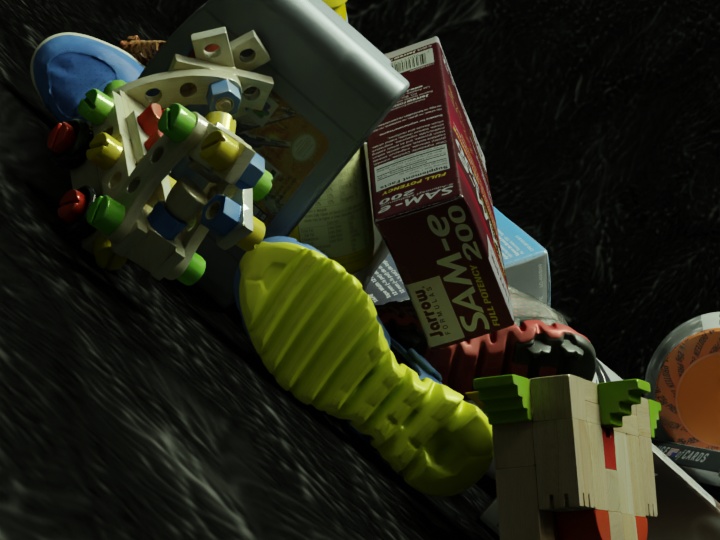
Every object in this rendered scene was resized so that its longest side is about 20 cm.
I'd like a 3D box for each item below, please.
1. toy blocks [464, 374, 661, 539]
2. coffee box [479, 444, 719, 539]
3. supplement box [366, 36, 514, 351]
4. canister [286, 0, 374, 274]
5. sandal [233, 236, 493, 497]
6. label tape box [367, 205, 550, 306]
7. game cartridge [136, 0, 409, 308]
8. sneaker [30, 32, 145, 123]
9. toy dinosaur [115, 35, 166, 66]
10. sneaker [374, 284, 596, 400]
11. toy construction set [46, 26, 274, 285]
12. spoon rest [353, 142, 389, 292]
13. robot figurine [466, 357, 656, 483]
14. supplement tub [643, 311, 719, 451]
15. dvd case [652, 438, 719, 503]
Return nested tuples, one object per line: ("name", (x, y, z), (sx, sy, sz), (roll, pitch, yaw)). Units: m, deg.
("toy blocks", (0.131, 0.140, 1.191), (0.200, 0.100, 0.137), (19, 65, -63))
("coffee box", (0.190, 0.186, 1.320), (0.200, 0.113, 0.080), (43, 5, 9))
("supplement box", (0.048, -0.054, 1.293), (0.200, 0.061, 0.109), (-94, 163, -54))
("canister", (-0.041, -0.107, 1.300), (0.149, 0.086, 0.200), (-90, 173, -72))
("sandal", (-0.005, 0.057, 1.220), (0.200, 0.079, 0.087), (48, -1, -19))
("label tape box", (0.023, 0.008, 1.509), (0.143, 0.200, 0.066), (46, -31, 52))
("game cartridge", (-0.077, -0.085, 1.218), (0.133, 0.200, 0.042), (39, 30, -2))
("sneaker", (-0.147, -0.091, 1.353), (0.200, 0.077, 0.111), (48, -4, -1))
("toy dinosaur", (-0.159, -0.126, 1.495), (0.136, 0.102, 0.200), (36, 5, 0))
("sneaker", (0.052, 0.046, 1.325), (0.200, 0.071, 0.098), (2, 31, -15))
("toy construction set", (-0.105, -0.069, 1.099), (0.092, 0.131, 0.200), (40, 23, -22))
("spoon rest", (0.000, 0.000, 1.392), (0.061, 0.099, 0.200), (22, 47, -49))
("robot figurine", (0.155, 0.122, 1.523), (0.150, 0.125, 0.200), (38, 1, 40))
("supplement tub", (0.279, 0.092, 1.505), (0.123, 0.123, 0.200), (42, 7, 11))
("dvd case", (0.284, 0.202, 1.412), (0.200, 0.025, 0.150), (49, -14, -12))
